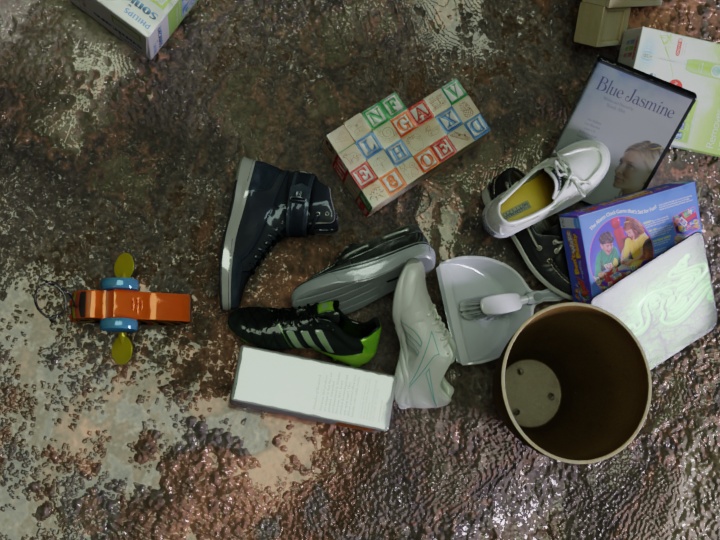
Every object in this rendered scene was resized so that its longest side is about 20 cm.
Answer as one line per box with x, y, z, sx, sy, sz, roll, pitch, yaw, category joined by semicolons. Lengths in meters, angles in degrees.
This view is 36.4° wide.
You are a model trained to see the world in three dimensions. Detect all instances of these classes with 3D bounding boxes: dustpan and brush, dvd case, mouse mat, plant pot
0.202;0.042;1.458;0.198;0.057;0.142;-7;82;-40;dustpan and brush
0.342;-0.175;1.472;0.141;0.202;0.018;20;33;-4;dvd case
0.396;0.057;1.465;0.199;0.008;0.162;-31;120;-16;mouse mat
0.241;0.147;1.376;0.183;0.200;0.189;1;80;-8;plant pot

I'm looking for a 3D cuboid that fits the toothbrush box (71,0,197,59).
-0.278;-0.410;1.447;0.145;0.086;0.201;36;78;-1;toothbrush box

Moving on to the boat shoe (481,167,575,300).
0.247;-0.051;1.474;0.074;0.060;0.201;-32;83;-43;boat shoe

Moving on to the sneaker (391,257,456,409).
0.084;0.081;1.397;0.079;0.070;0.203;3;108;20;sneaker

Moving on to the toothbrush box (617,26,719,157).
0.454;-0.243;1.516;0.197;0.086;0.148;12;98;-5;toothbrush box

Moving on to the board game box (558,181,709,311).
0.369;-0.032;1.467;0.198;0.045;0.136;-15;100;-23;board game box

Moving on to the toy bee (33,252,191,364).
-0.318;0.038;1.373;0.199;0.108;0.132;30;67;-28;toy bee

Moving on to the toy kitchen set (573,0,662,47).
0.328;-0.441;1.569;0.162;0.179;0.203;-16;121;-46;toy kitchen set

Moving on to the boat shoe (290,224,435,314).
0.000;0.000;1.437;0.197;0.072;0.071;-19;52;-1;boat shoe

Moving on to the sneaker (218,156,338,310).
-0.105;-0.038;1.419;0.144;0.077;0.205;12;78;-4;sneaker

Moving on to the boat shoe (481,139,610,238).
0.249;-0.115;1.411;0.200;0.086;0.075;-29;86;-13;boat shoe

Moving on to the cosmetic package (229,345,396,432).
-0.062;0.151;1.381;0.197;0.101;0.072;12;79;-5;cosmetic package

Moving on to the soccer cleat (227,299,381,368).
-0.069;0.068;1.396;0.197;0.082;0.068;13;36;-13;soccer cleat

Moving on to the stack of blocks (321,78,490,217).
0.061;-0.178;1.478;0.199;0.059;0.116;-33;86;-12;stack of blocks
